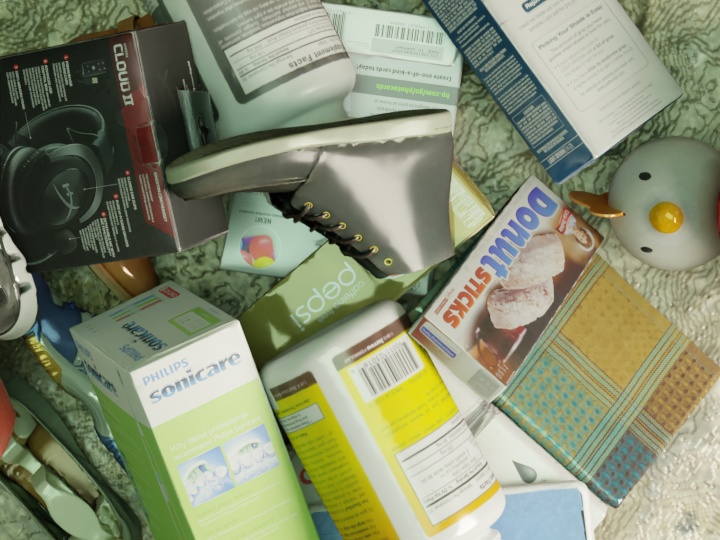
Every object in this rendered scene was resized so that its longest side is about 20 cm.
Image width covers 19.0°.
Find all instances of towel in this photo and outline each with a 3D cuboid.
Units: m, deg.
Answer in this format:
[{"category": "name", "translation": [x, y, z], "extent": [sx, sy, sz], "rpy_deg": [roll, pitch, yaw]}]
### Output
[{"category": "towel", "translation": [0.145, 0.053, 1.526], "extent": [0.200, 0.022, 0.147], "rpy_deg": [43, 63, 0]}]

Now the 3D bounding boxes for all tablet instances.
[{"category": "tablet", "translation": [0.065, 0.217, 1.487], "extent": [0.199, 0.014, 0.131], "rpy_deg": [-6, 96, 9]}]

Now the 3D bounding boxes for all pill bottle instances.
[{"category": "pill bottle", "translation": [0.023, 0.128, 1.420], "extent": [0.109, 0.109, 0.200], "rpy_deg": [-28, 91, 4]}, {"category": "pill bottle", "translation": [-0.071, -0.151, 1.480], "extent": [0.110, 0.111, 0.200], "rpy_deg": [-27, 89, 4]}]

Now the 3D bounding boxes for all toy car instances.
[{"category": "toy car", "translation": [0.240, -0.043, 1.486], "extent": [0.199, 0.177, 0.185], "rpy_deg": [-2, 103, 16]}]

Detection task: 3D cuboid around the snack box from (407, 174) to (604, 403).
[{"category": "snack box", "translation": [0.102, 0.009, 1.462], "extent": [0.072, 0.200, 0.024], "rpy_deg": [40, 130, -1]}]

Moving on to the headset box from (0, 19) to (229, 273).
[{"category": "headset box", "translation": [-0.186, -0.080, 1.447], "extent": [0.199, 0.077, 0.149], "rpy_deg": [-9, 98, 25]}]

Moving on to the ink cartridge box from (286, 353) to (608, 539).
[{"category": "ink cartridge box", "translation": [0.057, 0.151, 1.530], "extent": [0.200, 0.085, 0.146], "rpy_deg": [41, 99, 3]}]

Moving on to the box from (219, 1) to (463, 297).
[{"category": "box", "translation": [-0.011, -0.090, 1.553], "extent": [0.155, 0.041, 0.201], "rpy_deg": [7, 91, 4]}]

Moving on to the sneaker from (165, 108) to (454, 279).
[{"category": "sneaker", "translation": [-0.025, -0.041, 1.400], "extent": [0.199, 0.075, 0.107], "rpy_deg": [-10, 98, -21]}]

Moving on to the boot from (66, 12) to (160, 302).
[{"category": "boot", "translation": [-0.152, -0.083, 1.552], "extent": [0.155, 0.077, 0.200], "rpy_deg": [-29, 83, 0]}]

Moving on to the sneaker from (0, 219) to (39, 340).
[{"category": "sneaker", "translation": [-0.279, -0.041, 1.406], "extent": [0.066, 0.090, 0.201], "rpy_deg": [-21, 93, 27]}]

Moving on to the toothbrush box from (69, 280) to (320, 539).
[{"category": "toothbrush box", "translation": [-0.109, 0.124, 1.463], "extent": [0.086, 0.146, 0.200], "rpy_deg": [-26, 108, -16]}]

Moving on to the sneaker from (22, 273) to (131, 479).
[{"category": "sneaker", "translation": [-0.180, 0.062, 1.557], "extent": [0.088, 0.075, 0.200], "rpy_deg": [-39, 98, -4]}]

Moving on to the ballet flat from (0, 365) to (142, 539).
[{"category": "ballet flat", "translation": [-0.235, 0.139, 1.560], "extent": [0.067, 0.064, 0.200], "rpy_deg": [-44, 89, 3]}]

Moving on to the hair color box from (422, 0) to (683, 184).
[{"category": "hair color box", "translation": [0.125, -0.172, 1.513], "extent": [0.100, 0.061, 0.200], "rpy_deg": [-35, 90, -31]}]

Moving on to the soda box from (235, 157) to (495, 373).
[{"category": "soda box", "translation": [0.000, 0.000, 1.500], "extent": [0.200, 0.068, 0.064], "rpy_deg": [-40, 91, 6]}]

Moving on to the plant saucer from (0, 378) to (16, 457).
[{"category": "plant saucer", "translation": [-0.314, 0.051, 1.519], "extent": [0.037, 0.200, 0.200], "rpy_deg": [-23, 90, -32]}]
